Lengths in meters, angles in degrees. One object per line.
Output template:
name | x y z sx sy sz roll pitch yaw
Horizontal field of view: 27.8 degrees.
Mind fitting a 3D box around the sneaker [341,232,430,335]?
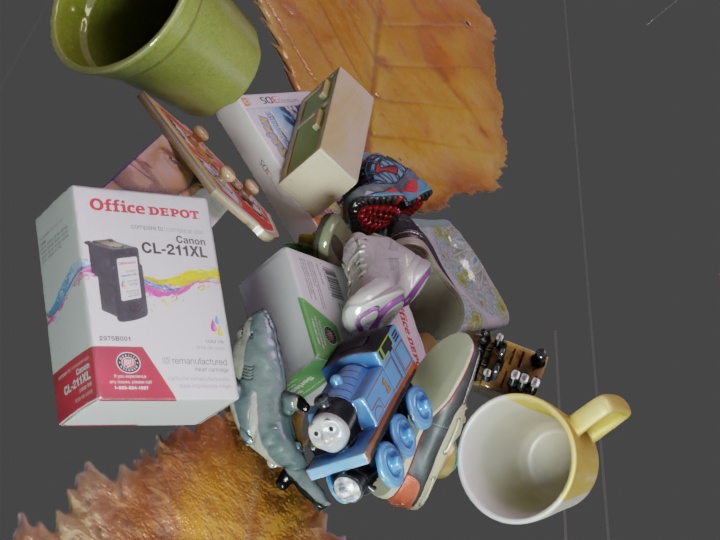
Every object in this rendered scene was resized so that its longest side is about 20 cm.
sneaker | 0.007 0.013 1.581 0.099 0.075 0.200 38 23 5

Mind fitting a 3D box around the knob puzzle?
knob puzzle | -0.147 -0.106 1.622 0.220 0.030 0.220 47 4 -5

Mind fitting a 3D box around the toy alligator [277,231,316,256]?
toy alligator | -0.053 -0.017 1.717 0.054 0.060 0.200 12 10 20

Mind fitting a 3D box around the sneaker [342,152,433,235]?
sneaker | 0.012 -0.099 1.805 0.096 0.079 0.200 48 20 9

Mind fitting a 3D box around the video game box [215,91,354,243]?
video game box | -0.071 -0.131 1.821 0.201 0.047 0.182 58 30 9

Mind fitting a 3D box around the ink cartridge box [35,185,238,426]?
ink cartridge box | -0.203 0.033 1.315 0.145 0.083 0.202 3 66 -37

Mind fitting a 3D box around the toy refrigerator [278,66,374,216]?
toy refrigerator | -0.042 -0.161 1.771 0.070 0.076 0.201 41 31 -20

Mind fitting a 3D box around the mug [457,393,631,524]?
mug | 0.230 0.227 1.737 0.153 0.185 0.151 18 71 -60

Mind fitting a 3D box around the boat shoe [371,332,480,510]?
boat shoe | 0.080 0.164 1.572 0.062 0.201 0.071 27 -1 -33

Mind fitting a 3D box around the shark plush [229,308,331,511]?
shark plush | -0.087 0.142 1.437 0.091 0.083 0.201 18 44 -49

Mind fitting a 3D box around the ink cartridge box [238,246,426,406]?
ink cartridge box | -0.024 0.076 1.609 0.199 0.084 0.146 20 41 -45

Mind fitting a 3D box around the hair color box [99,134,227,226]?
hair color box | -0.220 -0.050 1.482 0.109 0.065 0.200 47 27 -9

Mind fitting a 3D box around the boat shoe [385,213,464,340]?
boat shoe | 0.077 0.009 1.755 0.201 0.072 0.063 62 13 -48

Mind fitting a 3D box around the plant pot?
plant pot | -0.214 -0.270 1.640 0.184 0.199 0.202 35 30 -52

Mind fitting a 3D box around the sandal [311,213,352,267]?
sandal | 0.000 0.001 1.697 0.201 0.057 0.080 50 49 -61

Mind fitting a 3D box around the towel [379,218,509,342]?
towel | 0.109 0.012 1.925 0.199 0.048 0.172 -5 61 -58

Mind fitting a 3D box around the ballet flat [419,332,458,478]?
ballet flat | 0.069 0.147 1.693 0.063 0.069 0.201 16 42 -28

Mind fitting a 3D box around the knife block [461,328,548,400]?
knife block | 0.200 0.132 1.796 0.199 0.175 0.064 29 79 -37

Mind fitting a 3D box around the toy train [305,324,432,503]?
toy train | 0.003 0.143 1.438 0.115 0.086 0.200 60 29 -15
